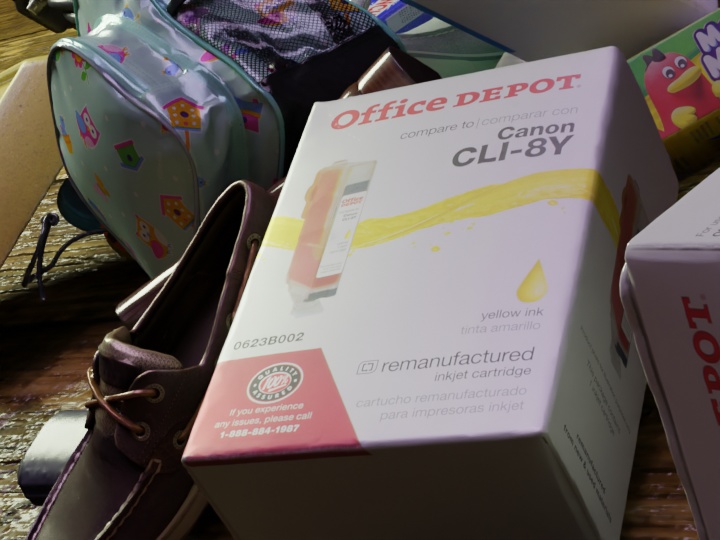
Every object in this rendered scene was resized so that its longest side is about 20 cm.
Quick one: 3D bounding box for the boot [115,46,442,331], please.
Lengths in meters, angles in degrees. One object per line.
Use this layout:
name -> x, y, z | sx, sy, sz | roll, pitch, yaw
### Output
boot -> 0.000, 0.000, 0.854 | 0.200, 0.186, 0.064 | -45, 43, 16

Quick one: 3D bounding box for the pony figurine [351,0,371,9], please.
pony figurine -> 0.007, -0.210, 0.988 | 0.193, 0.200, 0.167 | -20, 29, 52

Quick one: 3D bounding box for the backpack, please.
backpack -> -0.080, -0.088, 0.917 | 0.153, 0.176, 0.200 | -24, 52, -20

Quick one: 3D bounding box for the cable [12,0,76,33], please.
cable -> -0.129, -0.150, 1.113 | 0.163, 0.051, 0.200 | 23, -3, 24

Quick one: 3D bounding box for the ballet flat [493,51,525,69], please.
ballet flat -> 0.118, -0.119, 0.989 | 0.067, 0.071, 0.200 | 14, 27, 32

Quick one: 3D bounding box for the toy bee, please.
toy bee -> -0.131, -0.042, 1.059 | 0.131, 0.109, 0.200 | 122, 163, -57

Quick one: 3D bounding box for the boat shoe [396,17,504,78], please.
boat shoe -> 0.079, -0.155, 1.087 | 0.201, 0.072, 0.070 | -11, 10, -32

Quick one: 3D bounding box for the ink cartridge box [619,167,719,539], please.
ink cartridge box -> 0.187, 0.040, 0.471 | 0.200, 0.145, 0.084 | 3, 30, 46

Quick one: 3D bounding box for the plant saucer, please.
plant saucer -> -0.239, -0.052, 1.068 | 0.200, 0.048, 0.200 | -60, 21, -14

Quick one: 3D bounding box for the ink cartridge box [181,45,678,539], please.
ink cartridge box -> 0.034, 0.015, 0.676 | 0.145, 0.083, 0.200 | -8, 43, 26

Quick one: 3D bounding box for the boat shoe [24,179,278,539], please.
boat shoe -> -0.088, 0.050, 0.731 | 0.072, 0.072, 0.200 | 22, 71, 46

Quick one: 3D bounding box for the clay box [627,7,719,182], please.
clay box -> 0.188, -0.096, 0.825 | 0.200, 0.048, 0.115 | -30, -13, 13

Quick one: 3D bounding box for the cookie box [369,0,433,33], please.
cookie box -> -0.026, -0.153, 1.251 | 0.200, 0.075, 0.171 | 0, 29, 44

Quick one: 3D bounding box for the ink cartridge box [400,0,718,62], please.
ink cartridge box -> 0.096, -0.207, 0.867 | 0.085, 0.144, 0.200 | -41, 35, 46

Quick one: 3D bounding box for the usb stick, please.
usb stick -> -0.071, 0.082, 0.773 | 0.200, 0.033, 0.055 | -5, 32, 34
